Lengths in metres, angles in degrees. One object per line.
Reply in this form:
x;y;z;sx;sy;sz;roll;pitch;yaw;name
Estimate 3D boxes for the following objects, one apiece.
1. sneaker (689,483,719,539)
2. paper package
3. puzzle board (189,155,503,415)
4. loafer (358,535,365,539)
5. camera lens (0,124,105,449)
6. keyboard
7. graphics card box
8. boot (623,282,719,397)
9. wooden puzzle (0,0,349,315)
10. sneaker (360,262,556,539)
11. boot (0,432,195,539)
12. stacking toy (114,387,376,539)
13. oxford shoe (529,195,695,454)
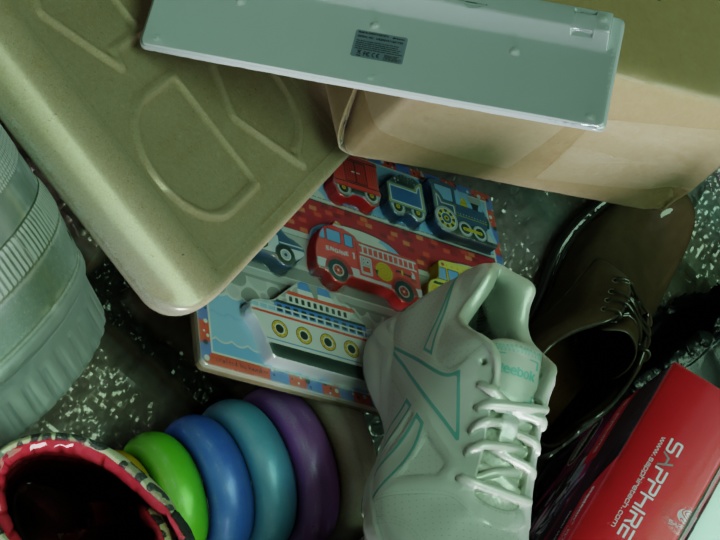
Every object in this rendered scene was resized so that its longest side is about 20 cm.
0.171;0.189;1.080;0.118;0.074;0.201;35;89;-2;sneaker
0.079;-0.142;1.018;0.199;0.103;0.191;8;58;-36;paper package
0.000;0.000;1.008;0.200;0.017;0.151;16;50;-35;puzzle board
0.026;0.141;0.979;0.070;0.200;0.070;38;85;8;loafer
-0.212;-0.022;0.811;0.160;0.160;0.200;-44;114;-27;camera lens
0.009;-0.100;0.888;0.199;0.011;0.056;11;70;6;keyboard
0.110;0.130;1.027;0.051;0.200;0.126;33;69;1;graphics card box
0.192;0.116;1.161;0.198;0.073;0.163;-42;113;-30;boot
-0.096;-0.089;0.920;0.185;0.046;0.200;52;35;-8;wooden puzzle
0.046;0.073;0.901;0.070;0.080;0.201;27;35;-28;sneaker
-0.073;0.144;0.814;0.204;0.154;0.073;43;74;3;boot
-0.093;0.107;0.952;0.199;0.085;0.086;-13;98;-31;stacking toy
0.130;0.028;1.109;0.073;0.084;0.200;49;62;-24;oxford shoe
